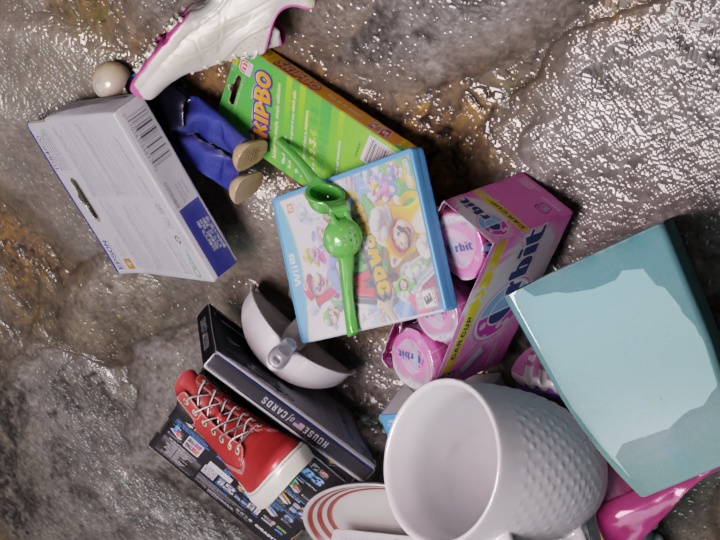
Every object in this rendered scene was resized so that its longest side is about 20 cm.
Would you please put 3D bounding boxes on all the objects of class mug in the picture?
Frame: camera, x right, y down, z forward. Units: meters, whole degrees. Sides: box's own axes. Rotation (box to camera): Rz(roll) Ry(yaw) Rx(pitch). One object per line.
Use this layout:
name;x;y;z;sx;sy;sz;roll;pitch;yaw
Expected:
mug;0.141;0.201;1.231;0.148;0.175;0.200;-44;50;34

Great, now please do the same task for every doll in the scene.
doll;-0.179;-0.149;1.327;0.200;0.048;0.136;33;135;22

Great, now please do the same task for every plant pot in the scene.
plant pot;0.237;0.076;1.159;0.141;0.141;0.200;-26;88;16

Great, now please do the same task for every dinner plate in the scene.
dinner plate;0.041;0.260;1.382;0.200;0.024;0.200;11;143;8

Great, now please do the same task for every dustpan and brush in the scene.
dustpan and brush;-0.069;0.073;1.336;0.140;0.200;0.057;41;113;0

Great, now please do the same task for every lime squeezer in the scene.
lime squeezer;-0.027;-0.045;1.238;0.071;0.038;0.200;109;141;-72

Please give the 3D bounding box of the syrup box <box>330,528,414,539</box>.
syrup box;0.067;0.316;1.359;0.200;0.081;0.079;4;145;16

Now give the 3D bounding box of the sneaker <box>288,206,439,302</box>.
sneaker;0.000;0.000;1.315;0.200;0.091;0.078;-24;105;35

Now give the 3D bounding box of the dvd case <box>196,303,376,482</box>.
dvd case;-0.077;0.120;1.371;0.200;0.150;0.025;39;97;-17

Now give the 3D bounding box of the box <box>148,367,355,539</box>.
box;-0.115;0.197;1.500;0.200;0.050;0.199;39;137;1

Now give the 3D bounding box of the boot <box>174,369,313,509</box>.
boot;-0.124;0.156;1.347;0.144;0.072;0.200;49;164;-6

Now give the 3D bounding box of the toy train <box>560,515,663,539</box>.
toy train;0.241;0.261;1.367;0.114;0.085;0.200;-12;111;17

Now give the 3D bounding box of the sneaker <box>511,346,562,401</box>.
sneaker;0.240;0.114;1.280;0.200;0.080;0.088;2;127;24

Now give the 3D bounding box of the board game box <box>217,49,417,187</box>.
board game box;-0.045;-0.126;1.286;0.200;0.030;0.096;34;128;14

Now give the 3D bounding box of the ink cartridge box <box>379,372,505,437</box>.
ink cartridge box;0.113;0.208;1.400;0.115;0.068;0.200;-8;115;32

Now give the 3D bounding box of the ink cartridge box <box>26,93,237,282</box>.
ink cartridge box;-0.232;-0.081;1.384;0.200;0.041;0.200;4;129;51

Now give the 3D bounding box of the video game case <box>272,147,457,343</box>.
video game case;-0.001;-0.018;1.244;0.200;0.018;0.143;-16;86;48

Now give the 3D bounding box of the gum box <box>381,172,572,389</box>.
gum box;0.101;0.019;1.254;0.066;0.113;0.200;42;131;27

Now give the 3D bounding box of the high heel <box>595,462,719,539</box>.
high heel;0.315;0.202;1.269;0.200;0.067;0.096;-14;81;20

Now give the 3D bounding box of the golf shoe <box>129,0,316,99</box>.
golf shoe;-0.124;-0.212;1.239;0.200;0.075;0.092;-41;109;20
